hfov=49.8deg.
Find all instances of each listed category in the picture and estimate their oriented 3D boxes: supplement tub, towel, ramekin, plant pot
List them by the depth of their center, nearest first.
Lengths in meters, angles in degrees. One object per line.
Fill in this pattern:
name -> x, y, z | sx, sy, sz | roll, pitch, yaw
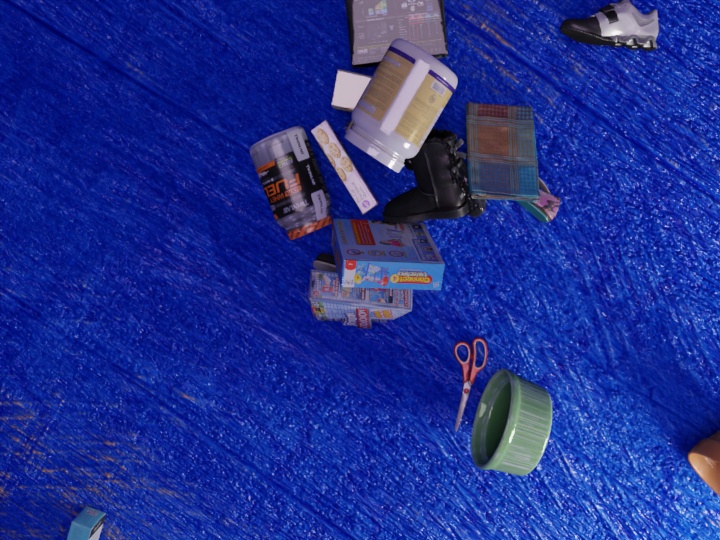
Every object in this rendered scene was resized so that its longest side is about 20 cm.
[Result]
supplement tub -> 0.071, -0.298, 1.413 | 0.144, 0.145, 0.202 | 32, 99, -1
towel -> 0.278, -0.235, 1.524 | 0.143, 0.022, 0.205 | 2, 72, -7
plant pot -> 0.779, 0.383, 1.549 | 0.200, 0.200, 0.140 | 45, 81, -3
supplement tub -> -0.134, -0.173, 1.553 | 0.120, 0.123, 0.204 | -22, 95, 5
ramekin -> 0.304, 0.309, 1.556 | 0.096, 0.200, 0.205 | 18, 98, -7

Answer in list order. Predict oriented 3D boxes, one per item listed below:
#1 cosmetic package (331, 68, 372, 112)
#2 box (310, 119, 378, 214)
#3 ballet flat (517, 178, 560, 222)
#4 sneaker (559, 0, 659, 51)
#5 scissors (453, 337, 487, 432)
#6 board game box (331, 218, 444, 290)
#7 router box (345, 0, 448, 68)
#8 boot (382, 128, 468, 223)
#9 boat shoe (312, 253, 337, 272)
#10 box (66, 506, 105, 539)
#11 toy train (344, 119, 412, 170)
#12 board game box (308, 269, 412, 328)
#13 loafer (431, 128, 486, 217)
cosmetic package -> 0.046, -0.337, 1.533 | 0.195, 0.104, 0.075 | 12, 98, 2
box -> -0.032, -0.211, 1.584 | 0.041, 0.039, 0.202 | -31, 95, 7
ballet flat -> 0.316, -0.175, 1.563 | 0.197, 0.069, 0.072 | 32, 80, -4
sneaker -> 0.484, -0.485, 1.510 | 0.195, 0.074, 0.091 | 5, 98, -8
scissors -> 0.232, 0.243, 1.639 | 0.071, 0.014, 0.206 | -1, 96, 1
board game box -> 0.047, -0.034, 1.503 | 0.190, 0.201, 0.057 | 2, 115, -8
router box -> 0.070, -0.490, 1.533 | 0.194, 0.062, 0.154 | -5, 98, 4
boot -> 0.118, -0.182, 1.521 | 0.194, 0.073, 0.166 | -3, 116, 30
boat shoe -> 0.000, 0.001, 1.600 | 0.197, 0.074, 0.064 | 16, 68, 9
box -> -0.620, 0.631, 1.698 | 0.048, 0.082, 0.205 | 18, 97, 1
toy train -> 0.054, -0.246, 1.572 | 0.197, 0.046, 0.035 | 30, 98, -1
board game box -> 0.005, 0.067, 1.535 | 0.194, 0.201, 0.063 | 2, 68, 4
loafer -> 0.190, -0.200, 1.556 | 0.202, 0.070, 0.068 | 53, 138, -1
